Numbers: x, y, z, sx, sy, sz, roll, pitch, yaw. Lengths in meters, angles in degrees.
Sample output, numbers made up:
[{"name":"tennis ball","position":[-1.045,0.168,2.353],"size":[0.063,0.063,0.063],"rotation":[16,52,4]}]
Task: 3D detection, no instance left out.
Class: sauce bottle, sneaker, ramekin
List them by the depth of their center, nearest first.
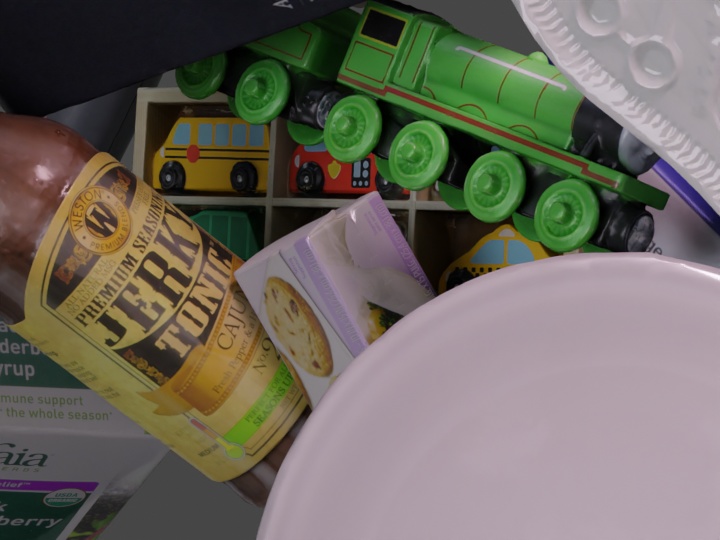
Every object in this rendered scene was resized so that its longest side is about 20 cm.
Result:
[{"name":"ramekin","position":[0.069,0.105,0.747],"size":[0.201,0.094,0.204],"rotation":[-1,73,3]},{"name":"sneaker","position":[0.120,-0.081,0.780],"size":[0.081,0.146,0.200],"rotation":[-39,88,29]},{"name":"sauce bottle","position":[-0.088,-0.003,0.842],"size":[0.065,0.200,0.065],"rotation":[-43,23,23]}]

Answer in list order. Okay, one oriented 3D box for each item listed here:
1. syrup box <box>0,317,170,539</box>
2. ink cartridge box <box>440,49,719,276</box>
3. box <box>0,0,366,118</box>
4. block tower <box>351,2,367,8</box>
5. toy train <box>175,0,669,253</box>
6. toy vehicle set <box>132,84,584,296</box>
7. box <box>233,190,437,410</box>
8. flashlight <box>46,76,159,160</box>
[{"name":"syrup box","position":[-0.140,0.066,0.977],"size":[0.200,0.078,0.082],"rotation":[-48,45,52]},{"name":"ink cartridge box","position":[0.104,0.025,0.868],"size":[0.196,0.043,0.200],"rotation":[47,118,27]},{"name":"box","position":[-0.048,-0.180,0.849],"size":[0.199,0.118,0.197],"rotation":[-18,47,16]},{"name":"block tower","position":[0.054,-0.133,0.888],"size":[0.199,0.058,0.054],"rotation":[-8,77,39]},{"name":"toy train","position":[0.019,-0.054,0.852],"size":[0.199,0.042,0.057],"rotation":[24,93,38]},{"name":"toy vehicle set","position":[0.000,0.000,0.907],"size":[0.199,0.026,0.125],"rotation":[2,90,40]},{"name":"box","position":[0.031,0.072,0.838],"size":[0.041,0.039,0.201],"rotation":[-24,98,47]},{"name":"flashlight","position":[-0.108,-0.073,1.004],"size":[0.068,0.068,0.200],"rotation":[27,116,-8]}]
